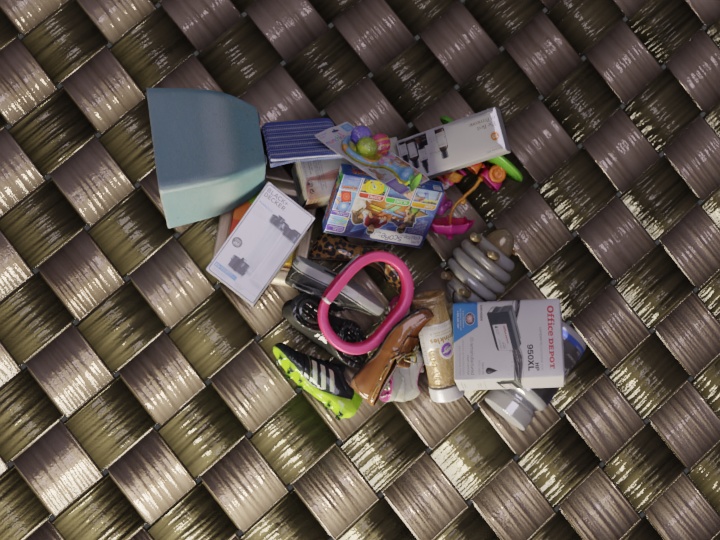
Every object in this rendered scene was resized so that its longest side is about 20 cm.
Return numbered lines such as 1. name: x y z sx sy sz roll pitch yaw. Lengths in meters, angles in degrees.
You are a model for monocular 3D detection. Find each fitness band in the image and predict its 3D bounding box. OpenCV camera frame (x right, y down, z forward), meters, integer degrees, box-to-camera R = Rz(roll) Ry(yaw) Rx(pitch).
1. fitness band: 0.011 0.057 1.659 0.143 0.037 0.201 43 82 -12

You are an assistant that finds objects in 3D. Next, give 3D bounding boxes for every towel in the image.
1. towel: -0.109 -0.240 1.695 0.141 0.201 0.024 -7 119 -7

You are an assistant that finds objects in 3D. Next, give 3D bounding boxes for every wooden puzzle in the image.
1. wooden puzzle: -0.182 -0.081 1.738 0.180 0.037 0.205 10 83 -4

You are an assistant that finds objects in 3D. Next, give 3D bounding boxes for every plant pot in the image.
1. plant pot: -0.275 -0.213 1.659 0.195 0.197 0.200 -9 75 -10

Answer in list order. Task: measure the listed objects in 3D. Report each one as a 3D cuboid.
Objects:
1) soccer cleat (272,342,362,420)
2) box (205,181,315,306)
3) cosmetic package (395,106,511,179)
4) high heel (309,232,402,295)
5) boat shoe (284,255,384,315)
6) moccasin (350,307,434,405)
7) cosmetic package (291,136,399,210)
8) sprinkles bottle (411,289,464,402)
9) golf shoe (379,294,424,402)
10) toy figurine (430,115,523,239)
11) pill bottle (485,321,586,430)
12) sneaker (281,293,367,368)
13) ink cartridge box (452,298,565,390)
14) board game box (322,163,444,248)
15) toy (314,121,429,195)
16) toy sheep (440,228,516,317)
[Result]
1. soccer cleat: -0.079 0.195 1.710 0.199 0.068 0.081 40 64 -1
2. box: -0.185 -0.049 1.685 0.116 0.060 0.202 37 83 -2
3. cosmetic package: 0.169 -0.226 1.659 0.196 0.050 0.084 -17 88 20
4. high heel: 0.000 0.000 1.726 0.141 0.072 0.202 -31 74 -11
5. boat shoe: -0.049 0.044 1.721 0.197 0.071 0.065 28 101 -9
6. moccasin: 0.067 0.154 1.638 0.077 0.074 0.202 40 91 17
7. cosmetic package: -0.023 -0.181 1.717 0.195 0.103 0.089 -14 83 -13
8. sprinkles bottle: 0.145 0.142 1.702 0.067 0.068 0.205 -14 101 -6
9. golf shoe: 0.080 0.151 1.729 0.090 0.075 0.205 12 80 -27
10. toy figurine: 0.180 -0.159 1.732 0.198 0.150 0.186 36 91 -10
11. pill bottle: 0.329 0.191 1.715 0.113 0.114 0.202 37 83 0
12. sneaker: -0.066 0.112 1.712 0.200 0.090 0.077 43 66 -21
13. ink cartridge box: 0.269 0.134 1.642 0.195 0.084 0.148 -4 71 12
14. board game box: 0.041 -0.116 1.666 0.195 0.137 0.035 9 39 -17
15. toy: 0.028 -0.216 1.622 0.199 0.115 0.048 39 125 15
16. toy sheep: 0.219 0.005 1.718 0.138 0.138 0.201 41 101 1
